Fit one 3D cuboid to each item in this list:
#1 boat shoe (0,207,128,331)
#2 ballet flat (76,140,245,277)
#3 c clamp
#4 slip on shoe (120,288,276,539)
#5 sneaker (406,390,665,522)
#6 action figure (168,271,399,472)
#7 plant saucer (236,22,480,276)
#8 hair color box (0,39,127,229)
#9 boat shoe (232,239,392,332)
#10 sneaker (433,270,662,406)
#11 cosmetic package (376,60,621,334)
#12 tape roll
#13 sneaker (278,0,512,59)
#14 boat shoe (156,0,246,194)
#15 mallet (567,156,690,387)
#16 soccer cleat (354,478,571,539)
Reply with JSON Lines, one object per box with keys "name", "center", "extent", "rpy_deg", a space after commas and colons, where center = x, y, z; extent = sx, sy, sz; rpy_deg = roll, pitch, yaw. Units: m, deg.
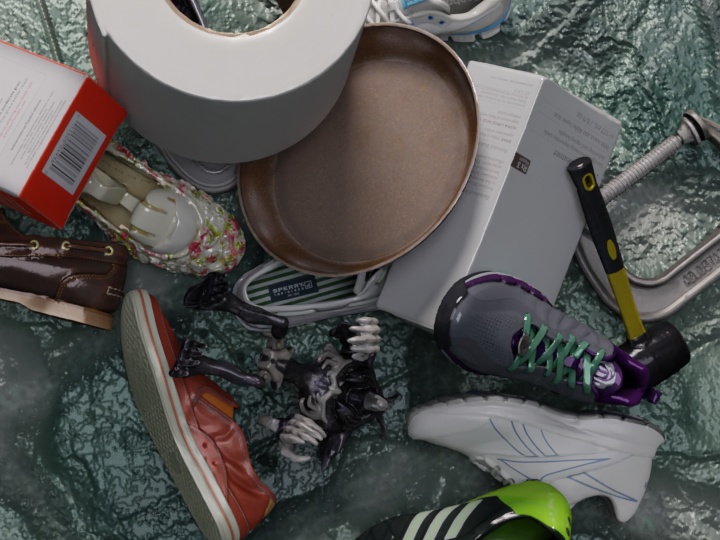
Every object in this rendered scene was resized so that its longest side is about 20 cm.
{"name": "boat shoe", "center": [-0.271, -0.011, 1.370], "extent": [0.198, 0.070, 0.071], "rpy_deg": [14, 88, -13]}
{"name": "ballet flat", "center": [-0.179, -0.053, 1.387], "extent": [0.199, 0.064, 0.076], "rpy_deg": [29, 98, -2]}
{"name": "c clamp", "center": [0.226, -0.055, 1.454], "extent": [0.199, 0.027, 0.172], "rpy_deg": [-30, 87, -9]}
{"name": "slip on shoe", "center": [-0.123, 0.104, 1.375], "extent": [0.061, 0.074, 0.201], "rpy_deg": [-26, 89, -24]}
{"name": "sneaker", "center": [0.130, 0.139, 1.398], "extent": [0.198, 0.075, 0.088], "rpy_deg": [11, 87, -4]}
{"name": "action figure", "center": [-0.038, 0.079, 1.343], "extent": [0.199, 0.102, 0.120], "rpy_deg": [25, 87, -29]}
{"name": "plant saucer", "center": [0.002, -0.086, 1.365], "extent": [0.198, 0.032, 0.202], "rpy_deg": [-10, 66, 25]}
{"name": "hair color box", "center": [-0.275, -0.113, 1.336], "extent": [0.199, 0.061, 0.102], "rpy_deg": [24, 80, 31]}
{"name": "boat shoe", "center": [0.000, 0.000, 1.400], "extent": [0.198, 0.067, 0.074], "rpy_deg": [-24, 86, -9]}
{"name": "sneaker", "center": [0.138, 0.053, 1.321], "extent": [0.199, 0.087, 0.075], "rpy_deg": [18, 91, -48]}
{"name": "cosmetic package", "center": [0.103, -0.040, 1.376], "extent": [0.112, 0.081, 0.202], "rpy_deg": [21, 87, -46]}
{"name": "tape roll", "center": [-0.095, -0.192, 1.309], "extent": [0.200, 0.139, 0.205], "rpy_deg": [2, 76, -6]}
{"name": "sneaker", "center": [0.026, -0.202, 1.421], "extent": [0.198, 0.087, 0.076], "rpy_deg": [-17, 87, -7]}
{"name": "boat shoe", "center": [-0.134, -0.158, 1.404], "extent": [0.071, 0.069, 0.202], "rpy_deg": [-13, 84, -8]}
{"name": "mallet", "center": [0.202, 0.001, 1.397], "extent": [0.065, 0.041, 0.202], "rpy_deg": [-22, 116, -15]}
{"name": "soccer cleat", "center": [0.060, 0.211, 1.353], "extent": [0.198, 0.081, 0.068], "rpy_deg": [-23, 107, 8]}
